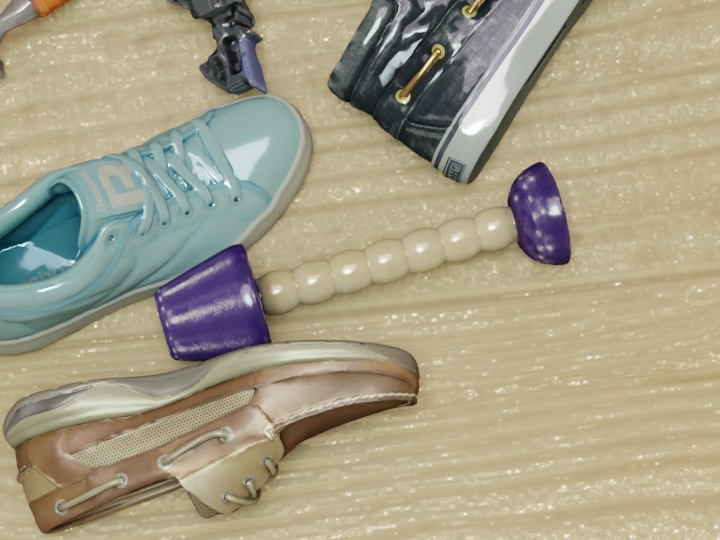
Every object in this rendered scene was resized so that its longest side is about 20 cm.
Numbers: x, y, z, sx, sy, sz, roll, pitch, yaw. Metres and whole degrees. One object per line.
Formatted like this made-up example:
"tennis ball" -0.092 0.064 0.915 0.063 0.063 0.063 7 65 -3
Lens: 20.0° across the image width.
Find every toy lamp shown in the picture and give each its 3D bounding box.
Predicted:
"toy lamp" 0.000 0.000 0.983 0.198 0.058 0.059 -14 74 -5

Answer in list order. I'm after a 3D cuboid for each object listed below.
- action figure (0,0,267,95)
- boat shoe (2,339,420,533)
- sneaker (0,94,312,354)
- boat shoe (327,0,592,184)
"action figure" -0.118 -0.173 1.010 0.192 0.105 0.201 -27 67 8
"boat shoe" -0.066 0.080 0.957 0.198 0.076 0.073 -12 77 8
"sneaker" -0.109 -0.027 0.979 0.199 0.082 0.074 -34 77 -9
"boat shoe" 0.068 -0.148 1.013 0.090 0.071 0.201 33 79 6
